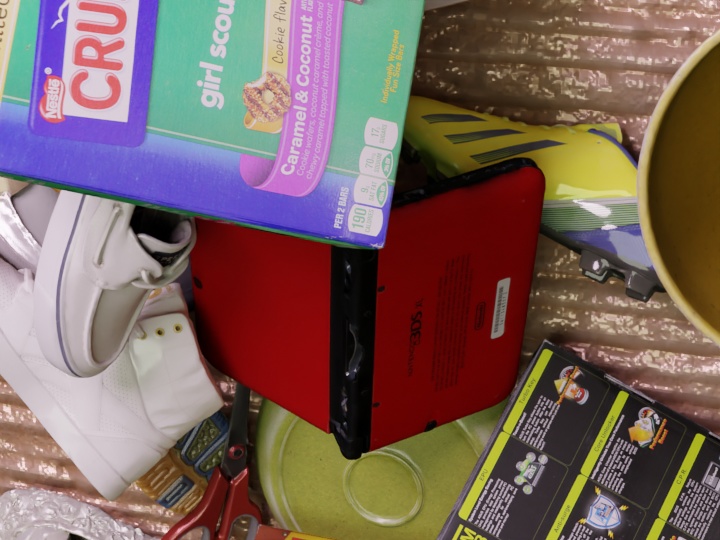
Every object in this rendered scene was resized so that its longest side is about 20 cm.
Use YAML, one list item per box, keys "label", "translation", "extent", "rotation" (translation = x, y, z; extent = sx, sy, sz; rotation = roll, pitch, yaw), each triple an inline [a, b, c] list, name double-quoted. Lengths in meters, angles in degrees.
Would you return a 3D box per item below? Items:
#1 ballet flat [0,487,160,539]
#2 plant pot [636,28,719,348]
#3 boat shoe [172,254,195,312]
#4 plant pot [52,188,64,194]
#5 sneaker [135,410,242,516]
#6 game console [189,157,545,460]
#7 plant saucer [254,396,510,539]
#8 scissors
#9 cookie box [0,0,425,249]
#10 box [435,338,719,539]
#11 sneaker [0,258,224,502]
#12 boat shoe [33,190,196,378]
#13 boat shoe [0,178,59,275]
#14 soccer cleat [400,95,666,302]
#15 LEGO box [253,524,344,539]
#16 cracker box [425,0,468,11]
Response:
- label: "ballet flat"
  translation: [-0.186, 0.208, 1.091]
  extent: [0.198, 0.072, 0.072]
  rotation: [16, 116, 13]
- label: "plant pot"
  translation: [0.249, -0.060, 0.790]
  extent: [0.198, 0.142, 0.202]
  rotation: [6, 113, 15]
- label: "boat shoe"
  translation: [-0.071, -0.007, 0.959]
  extent: [0.198, 0.074, 0.061]
  rotation: [-12, 107, 26]
- label: "plant pot"
  translation: [-0.171, -0.165, 0.874]
  extent: [0.182, 0.200, 0.202]
  rotation: [32, 119, 21]
- label: "sneaker"
  translation: [-0.152, 0.081, 1.031]
  extent: [0.075, 0.088, 0.200]
  rotation: [-42, 117, -2]
- label: "game console"
  translation: [0.000, 0.000, 0.894]
  extent: [0.171, 0.119, 0.201]
  rotation: [-18, 140, -17]
- label: "plant saucer"
  translation: [0.018, 0.136, 1.011]
  extent: [0.198, 0.031, 0.202]
  rotation: [7, 114, 16]
- label: "scissors"
  translation: [-0.079, 0.127, 1.024]
  extent: [0.073, 0.014, 0.201]
  rotation: [9, 114, -31]
- label: "cookie box"
  translation: [-0.077, -0.111, 0.724]
  extent: [0.198, 0.075, 0.173]
  rotation: [11, 87, -16]
- label: "box"
  translation: [0.144, 0.174, 0.909]
  extent: [0.192, 0.048, 0.201]
  rotation: [27, 74, 7]
- label: "sneaker"
  translation: [-0.165, 0.028, 0.924]
  extent: [0.115, 0.074, 0.201]
  rotation: [-37, 112, -4]
- label: "boat shoe"
  translation: [-0.119, -0.023, 0.827]
  extent: [0.065, 0.072, 0.202]
  rotation: [29, 112, 25]
- label: "boat shoe"
  translation: [-0.220, -0.066, 0.970]
  extent: [0.068, 0.075, 0.200]
  rotation: [-44, 80, 28]
- label: "soccer cleat"
  translation: [0.108, -0.058, 0.895]
  extent: [0.199, 0.065, 0.084]
  rotation: [29, 88, 10]
- label: "LEGO box"
  translation: [0.022, 0.257, 1.009]
  extent: [0.198, 0.077, 0.150]
  rotation: [8, 133, 15]
- label: "cracker box"
  translation: [0.018, -0.237, 0.807]
  extent: [0.133, 0.058, 0.202]
  rotation: [-17, 110, -16]
